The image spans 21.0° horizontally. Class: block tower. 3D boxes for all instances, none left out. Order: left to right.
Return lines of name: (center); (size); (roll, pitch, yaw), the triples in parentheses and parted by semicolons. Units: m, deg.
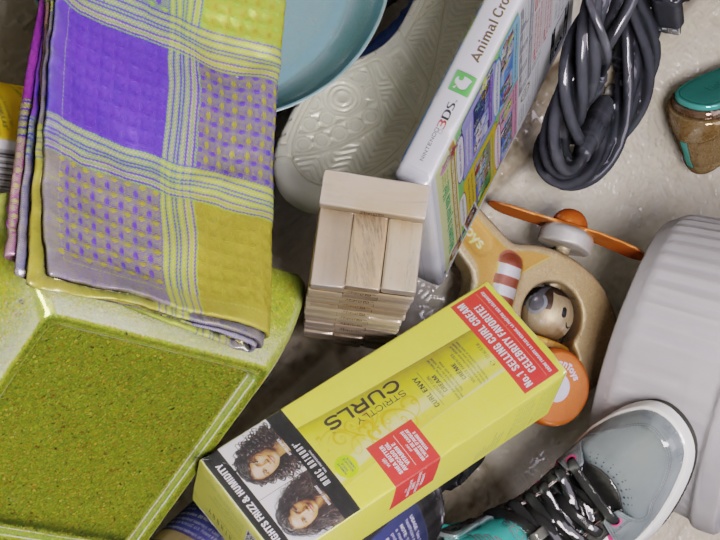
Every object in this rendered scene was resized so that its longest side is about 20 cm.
block tower: (0.000, 0.000, 1.017); (0.054, 0.200, 0.058); (7, 78, -1)

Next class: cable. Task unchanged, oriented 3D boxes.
cable: (0.146, -0.130, 1.182); (0.164, 0.051, 0.200); (-63, 164, 2)

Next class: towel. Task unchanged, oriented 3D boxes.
towel: (-0.096, -0.066, 0.932); (0.143, 0.023, 0.201); (20, 61, -33)

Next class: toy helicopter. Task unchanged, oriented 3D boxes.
toy helicopter: (0.089, -0.009, 1.186); (0.132, 0.079, 0.200); (-46, 106, -17)

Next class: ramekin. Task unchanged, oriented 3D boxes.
ramekin: (0.213, 0.058, 1.222); (0.202, 0.094, 0.203); (19, 90, -73)

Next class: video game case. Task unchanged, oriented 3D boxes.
video game case: (0.072, -0.098, 1.061); (0.022, 0.200, 0.183); (25, 79, 10)

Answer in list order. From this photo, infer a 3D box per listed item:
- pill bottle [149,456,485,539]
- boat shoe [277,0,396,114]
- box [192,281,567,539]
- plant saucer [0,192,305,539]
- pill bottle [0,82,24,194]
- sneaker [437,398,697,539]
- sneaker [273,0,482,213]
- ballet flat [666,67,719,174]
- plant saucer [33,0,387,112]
pill bottle: (-0.024, 0.140, 1.091); (0.200, 0.112, 0.112); (-41, 117, -27)
boat shoe: (-0.025, -0.159, 1.093); (0.074, 0.076, 0.200); (44, 63, -2)
box: (0.012, 0.088, 1.031); (0.200, 0.050, 0.075); (-29, 67, -27)
plant saucer: (-0.141, 0.072, 0.964); (0.199, 0.048, 0.200); (17, 118, -42)
pill bottle: (-0.150, -0.034, 0.980); (0.199, 0.111, 0.112); (6, 91, -37)
sneaker: (0.103, 0.155, 1.135); (0.084, 0.200, 0.121); (50, 30, 14)
sneaker: (0.018, -0.090, 1.096); (0.077, 0.111, 0.200); (32, 64, 7)
ballet flat: (0.287, -0.122, 1.330); (0.200, 0.068, 0.073); (-32, 132, -30)
plant saucer: (-0.082, -0.170, 1.024); (0.199, 0.027, 0.201); (4, 74, -13)
